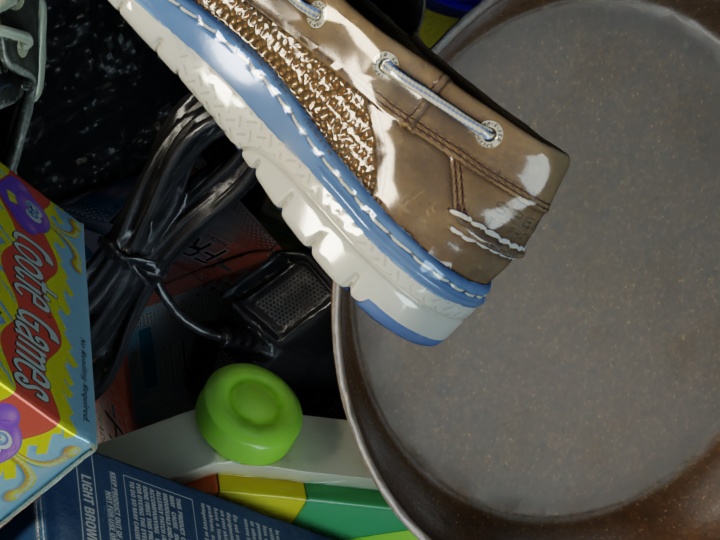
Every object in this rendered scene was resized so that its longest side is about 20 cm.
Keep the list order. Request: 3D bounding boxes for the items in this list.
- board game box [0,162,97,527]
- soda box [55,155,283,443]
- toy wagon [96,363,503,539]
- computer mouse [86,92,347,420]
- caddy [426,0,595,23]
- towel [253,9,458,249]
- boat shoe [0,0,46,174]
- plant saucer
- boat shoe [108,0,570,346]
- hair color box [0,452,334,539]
[{"bbox_3d":[-0.177,-0.008,0.715,0.103,0.105,0.200,-38,124,20],"label":"board game box"},{"bbox_3d":[-0.062,0.062,0.931,0.063,0.068,0.200,-21,132,-21],"label":"soda box"},{"bbox_3d":[-0.050,0.091,0.857,0.200,0.040,0.155,8,138,-23],"label":"toy wagon"},{"bbox_3d":[0.000,0.000,0.843,0.200,0.046,0.141,14,124,-30],"label":"computer mouse"},{"bbox_3d":[0.030,-0.166,0.772,0.141,0.105,0.200,-37,125,-1],"label":"caddy"},{"bbox_3d":[0.037,-0.082,0.890,0.086,0.018,0.200,20,105,-16],"label":"towel"},{"bbox_3d":[-0.120,-0.071,0.788,0.071,0.064,0.200,-10,128,-30],"label":"boat shoe"},{"bbox_3d":[0.073,0.000,0.808,0.200,0.034,0.201,-6,103,-27],"label":"plant saucer"},{"bbox_3d":[-0.016,-0.075,0.727,0.072,0.200,0.072,-44,162,13],"label":"boat shoe"},{"bbox_3d":[-0.049,0.123,0.816,0.200,0.061,0.100,25,132,-37],"label":"hair color box"}]
